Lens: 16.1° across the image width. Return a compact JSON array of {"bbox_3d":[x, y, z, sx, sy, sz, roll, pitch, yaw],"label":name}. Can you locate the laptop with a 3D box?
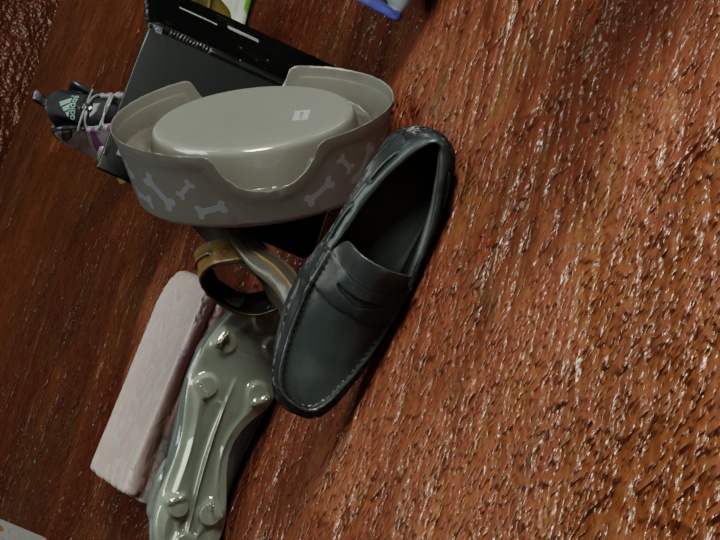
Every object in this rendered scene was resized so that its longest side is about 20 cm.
[{"bbox_3d":[-0.103,-0.119,1.940,0.103,0.177,0.200,-61,16,16],"label":"laptop"}]

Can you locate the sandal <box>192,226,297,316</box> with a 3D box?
[{"bbox_3d":[-0.081,0.007,1.779,0.055,0.082,0.200,-40,41,-4],"label":"sandal"}]

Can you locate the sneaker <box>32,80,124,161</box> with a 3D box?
[{"bbox_3d":[-0.281,-0.166,2.709,0.200,0.140,0.078,-38,31,62],"label":"sneaker"}]

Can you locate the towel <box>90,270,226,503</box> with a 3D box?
[{"bbox_3d":[-0.165,0.094,2.122,0.192,0.032,0.200,-68,14,-3],"label":"towel"}]

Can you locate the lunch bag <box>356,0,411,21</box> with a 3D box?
[{"bbox_3d":[0.027,-0.302,1.887,0.170,0.124,0.200,-60,2,23],"label":"lunch bag"}]

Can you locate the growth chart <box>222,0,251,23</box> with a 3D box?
[{"bbox_3d":[-0.165,-0.247,2.598,0.200,0.018,0.145,-32,34,45],"label":"growth chart"}]

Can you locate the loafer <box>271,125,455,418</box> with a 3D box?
[{"bbox_3d":[0.000,0.000,1.605,0.201,0.068,0.070,-63,5,-1],"label":"loafer"}]

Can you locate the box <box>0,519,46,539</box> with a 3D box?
[{"bbox_3d":[-0.388,0.274,2.296,0.107,0.200,0.152,-63,15,6],"label":"box"}]

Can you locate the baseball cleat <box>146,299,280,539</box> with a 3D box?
[{"bbox_3d":[-0.113,0.115,1.830,0.201,0.070,0.106,-68,15,-10],"label":"baseball cleat"}]

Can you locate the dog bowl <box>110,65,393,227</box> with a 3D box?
[{"bbox_3d":[-0.073,-0.087,1.788,0.200,0.199,0.059,-106,9,-68],"label":"dog bowl"}]

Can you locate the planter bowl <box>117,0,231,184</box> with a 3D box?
[{"bbox_3d":[-0.145,-0.156,2.330,0.201,0.083,0.201,-57,18,30],"label":"planter bowl"}]
